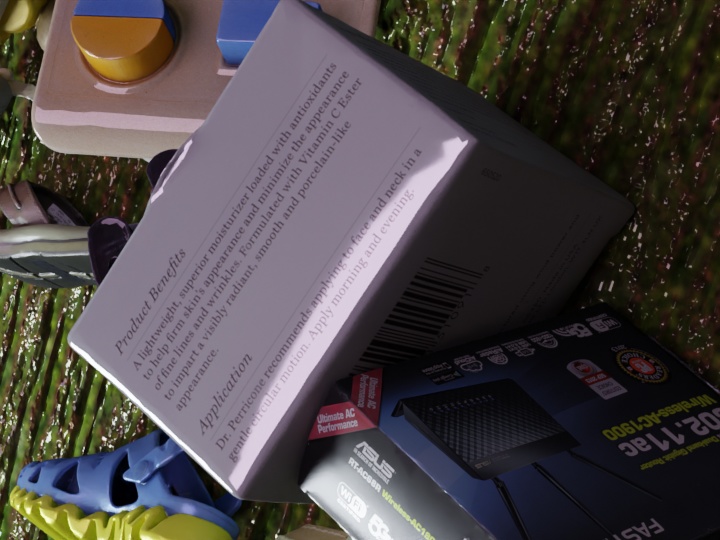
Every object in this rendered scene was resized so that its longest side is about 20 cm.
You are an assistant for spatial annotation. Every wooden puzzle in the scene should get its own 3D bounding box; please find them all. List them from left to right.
[{"bbox_3d":[-0.080,-0.160,1.071,0.184,0.046,0.201,4,73,12],"label":"wooden puzzle"}]

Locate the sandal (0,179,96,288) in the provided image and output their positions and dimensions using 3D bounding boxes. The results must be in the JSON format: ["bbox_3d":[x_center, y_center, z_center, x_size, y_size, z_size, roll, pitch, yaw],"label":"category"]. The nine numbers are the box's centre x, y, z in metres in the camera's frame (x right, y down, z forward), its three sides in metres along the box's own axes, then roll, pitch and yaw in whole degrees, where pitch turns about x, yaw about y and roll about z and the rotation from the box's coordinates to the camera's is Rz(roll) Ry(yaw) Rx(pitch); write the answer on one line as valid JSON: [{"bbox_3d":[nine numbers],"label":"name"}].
[{"bbox_3d":[-0.194,-0.025,1.224,0.200,0.080,0.058,5,74,32],"label":"sandal"}]

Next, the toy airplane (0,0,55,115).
[{"bbox_3d":[-0.223,-0.159,1.201,0.200,0.141,0.200,10,81,71],"label":"toy airplane"}]

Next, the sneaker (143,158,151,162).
[{"bbox_3d":[-0.081,-0.149,1.122,0.074,0.088,0.201,20,99,39],"label":"sneaker"}]

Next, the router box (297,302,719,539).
[{"bbox_3d":[0.093,0.097,0.896,0.150,0.199,0.062,41,128,31],"label":"router box"}]

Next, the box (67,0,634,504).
[{"bbox_3d":[0.000,0.000,0.957,0.131,0.200,0.199,40,102,27],"label":"box"}]

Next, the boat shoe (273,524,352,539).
[{"bbox_3d":[0.038,0.172,1.035,0.200,0.063,0.073,13,142,42],"label":"boat shoe"}]

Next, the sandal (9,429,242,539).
[{"bbox_3d":[-0.131,0.134,1.169,0.199,0.079,0.087,3,59,44],"label":"sandal"}]

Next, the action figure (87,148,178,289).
[{"bbox_3d":[-0.093,0.010,1.068,0.130,0.200,0.070,-33,71,-2],"label":"action figure"}]
